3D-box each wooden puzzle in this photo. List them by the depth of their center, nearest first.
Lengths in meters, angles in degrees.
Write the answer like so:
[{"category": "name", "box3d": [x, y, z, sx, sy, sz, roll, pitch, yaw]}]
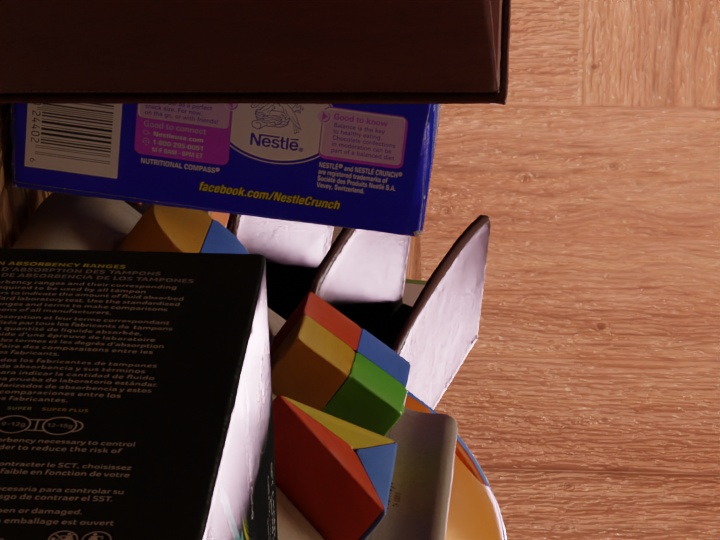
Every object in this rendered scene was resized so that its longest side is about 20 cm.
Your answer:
[{"category": "wooden puzzle", "box3d": [-0.047, 0.038, 0.918, 0.046, 0.199, 0.185, -56, -173, 20]}]

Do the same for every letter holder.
[{"category": "letter holder", "box3d": [0.000, 0.000, 1.229, 0.200, 0.100, 0.143, -51, 152, -63]}]

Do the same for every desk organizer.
[{"category": "desk organizer", "box3d": [-0.046, -0.110, 0.857, 0.077, 0.198, 0.072, 77, 15, -62]}]

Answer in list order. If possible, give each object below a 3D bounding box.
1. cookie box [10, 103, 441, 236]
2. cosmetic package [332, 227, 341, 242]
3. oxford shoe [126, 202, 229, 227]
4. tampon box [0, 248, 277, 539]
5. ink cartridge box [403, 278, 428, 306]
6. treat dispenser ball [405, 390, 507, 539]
[{"category": "cookie box", "box3d": [-0.047, -0.096, 1.008, 0.200, 0.170, 0.076, -80, 177, -65]}, {"category": "cosmetic package", "box3d": [-0.030, 0.085, 1.966, 0.151, 0.051, 0.201, -80, 170, -45]}, {"category": "oxford shoe", "box3d": [-0.105, -0.005, 1.062, 0.201, 0.071, 0.073, -90, 158, -49]}, {"category": "tampon box", "box3d": [-0.097, 0.102, 0.722, 0.200, 0.125, 0.151, -81, 171, -64]}, {"category": "ink cartridge box", "box3d": [-0.035, 0.057, 1.330, 0.200, 0.144, 0.048, -78, 174, -64]}, {"category": "treat dispenser ball", "box3d": [-0.031, 0.139, 1.069, 0.201, 0.199, 0.203, 1, 90, -85]}]
